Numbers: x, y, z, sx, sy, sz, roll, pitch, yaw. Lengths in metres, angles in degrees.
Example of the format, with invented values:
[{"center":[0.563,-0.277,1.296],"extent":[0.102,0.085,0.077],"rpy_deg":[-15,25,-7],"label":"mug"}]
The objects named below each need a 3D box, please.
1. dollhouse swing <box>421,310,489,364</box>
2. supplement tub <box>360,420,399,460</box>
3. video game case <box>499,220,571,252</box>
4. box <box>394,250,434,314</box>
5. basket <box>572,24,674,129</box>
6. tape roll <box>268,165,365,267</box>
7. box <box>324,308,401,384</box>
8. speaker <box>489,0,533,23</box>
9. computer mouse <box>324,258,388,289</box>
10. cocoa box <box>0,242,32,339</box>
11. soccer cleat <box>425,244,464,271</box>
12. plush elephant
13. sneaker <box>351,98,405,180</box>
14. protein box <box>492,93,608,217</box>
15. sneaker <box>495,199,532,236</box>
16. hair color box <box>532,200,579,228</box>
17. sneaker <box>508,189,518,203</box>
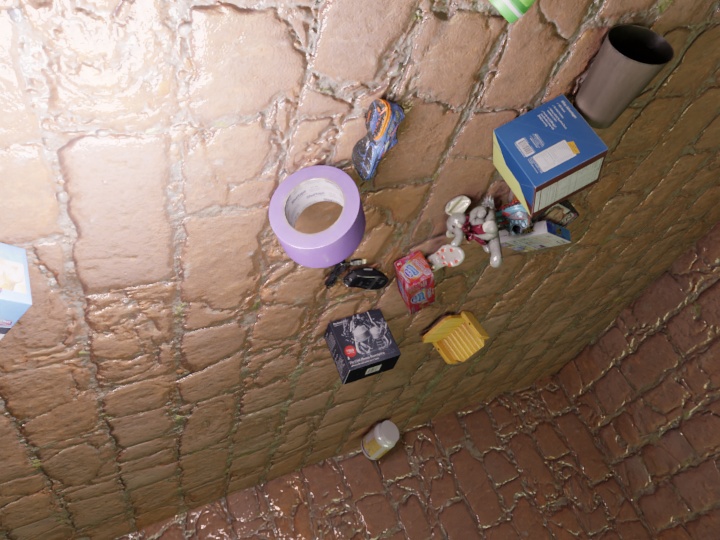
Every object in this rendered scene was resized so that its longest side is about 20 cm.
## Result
[{"center":[0.378,0.284,2.274],"extent":[0.200,0.183,0.175],"rpy_deg":[-43,167,28],"label":"dollhouse swing"},{"center":[0.107,0.920,3.059],"extent":[0.143,0.147,0.201],"rpy_deg":[3,139,-42],"label":"supplement tub"},{"center":[0.566,-0.110,1.846],"extent":[0.179,0.047,0.198],"rpy_deg":[-14,164,40],"label":"video game case"},{"center":[0.172,0.041,1.769],"extent":[0.094,0.101,0.201],"rpy_deg":[-24,151,-5],"label":"box"},{"center":[0.605,-0.450,1.336],"extent":[0.176,0.138,0.201],"rpy_deg":[-11,151,-20],"label":"basket"},{"center":[-0.089,-0.115,1.196],"extent":[0.196,0.203,0.085],"rpy_deg":[-26,152,-2],"label":"tape roll"},{"center":[0.004,0.249,1.872],"extent":[0.196,0.185,0.105],"rpy_deg":[-13,149,-25],"label":"box"},{"center":[0.313,-0.541,0.985],"extent":[0.087,0.090,0.200],"rpy_deg":[10,134,-48],"label":"speaker"},{"center":[0.000,0.000,1.620],"extent":[0.195,0.047,0.141],"rpy_deg":[2,145,-23],"label":"computer mouse"},{"center":[-0.698,0.025,0.967],"extent":[0.130,0.135,0.199],"rpy_deg":[-38,149,19],"label":"cocoa box"},{"center":[0.263,-0.044,1.711],"extent":[0.076,0.071,0.199],"rpy_deg":[-25,180,-26],"label":"soccer cleat"},{"center":[0.309,-0.122,1.590],"extent":[0.151,0.204,0.166],"rpy_deg":[-10,141,15],"label":"plush elephant"},{"center":[0.042,-0.270,1.199],"extent":[0.077,0.076,0.201],"rpy_deg":[-12,149,-31],"label":"sneaker"},{"center":[0.462,-0.285,1.398],"extent":[0.196,0.201,0.136],"rpy_deg":[-26,152,-1],"label":"protein box"},{"center":[0.431,-0.141,1.652],"extent":[0.078,0.098,0.200],"rpy_deg":[-23,-178,-15],"label":"sneaker"},{"center":[0.625,-0.188,1.834],"extent":[0.198,0.061,0.100],"rpy_deg":[11,133,-48],"label":"hair color box"},{"center":[0.483,-0.213,1.650],"extent":[0.070,0.081,0.201],"rpy_deg":[-27,151,-1],"label":"sneaker"}]
